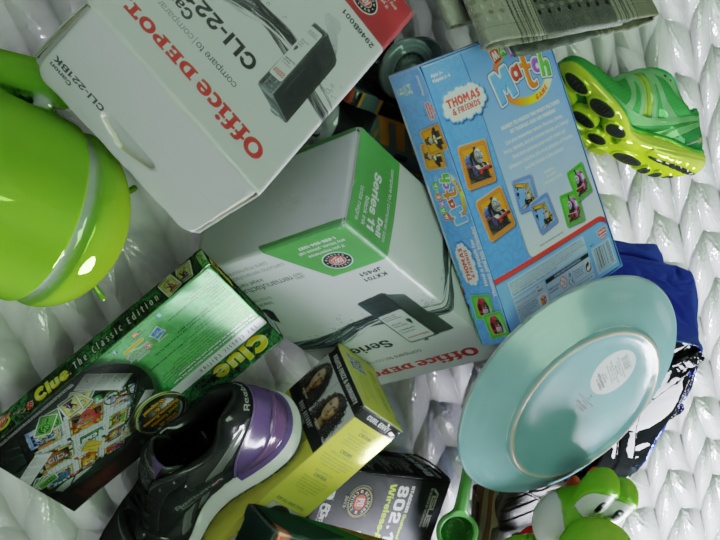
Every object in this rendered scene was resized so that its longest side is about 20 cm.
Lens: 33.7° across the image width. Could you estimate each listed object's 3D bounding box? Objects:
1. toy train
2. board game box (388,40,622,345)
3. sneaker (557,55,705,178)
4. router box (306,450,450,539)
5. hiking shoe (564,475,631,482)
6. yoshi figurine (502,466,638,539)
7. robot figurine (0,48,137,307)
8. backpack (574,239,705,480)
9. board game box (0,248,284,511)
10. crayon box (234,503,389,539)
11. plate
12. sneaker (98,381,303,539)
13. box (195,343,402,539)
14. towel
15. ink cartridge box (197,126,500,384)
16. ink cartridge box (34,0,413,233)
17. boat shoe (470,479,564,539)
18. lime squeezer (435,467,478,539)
[{"bbox_3d":[0.045,-0.118,0.919,0.198,0.085,0.115,13,108,-39],"label":"toy train"},{"bbox_3d":[0.111,-0.069,0.869,0.151,0.036,0.202,-28,103,-41],"label":"board game box"},{"bbox_3d":[0.237,-0.147,1.069,0.199,0.074,0.085,22,68,-37],"label":"sneaker"},{"bbox_3d":[-0.022,0.251,1.012,0.149,0.062,0.202,13,98,-41],"label":"router box"},{"bbox_3d":[0.187,0.192,1.153,0.199,0.074,0.088,-29,115,-38],"label":"hiking shoe"},{"bbox_3d":[0.140,0.238,0.904,0.112,0.112,0.201,-1,136,-49],"label":"yoshi figurine"},{"bbox_3d":[-0.224,-0.048,0.712,0.199,0.115,0.178,24,80,-41],"label":"robot figurine"},{"bbox_3d":[0.202,0.079,1.041,0.169,0.160,0.202,-73,173,-49],"label":"backpack"},{"bbox_3d":[-0.157,0.080,0.826,0.199,0.024,0.105,-39,135,1],"label":"board game box"},{"bbox_3d":[-0.016,0.260,0.886,0.199,0.051,0.128,21,93,-34],"label":"crayon box"},{"bbox_3d":[0.160,0.094,0.878,0.198,0.026,0.202,-18,131,-21],"label":"plate"},{"bbox_3d":[-0.139,0.149,0.848,0.200,0.076,0.087,-46,144,11],"label":"sneaker"},{"bbox_3d":[-0.063,0.150,0.892,0.200,0.076,0.050,-43,130,14],"label":"box"},{"bbox_3d":[0.115,-0.254,0.885,0.191,0.035,0.202,-15,76,-35],"label":"towel"},{"bbox_3d":[0.000,0.000,0.873,0.200,0.145,0.084,37,48,-39],"label":"ink cartridge box"},{"bbox_3d":[-0.078,-0.145,0.738,0.144,0.083,0.201,48,53,-15],"label":"ink cartridge box"},{"bbox_3d":[0.131,0.211,1.034,0.075,0.074,0.201,-7,136,-15],"label":"boat shoe"},{"bbox_3d":[0.085,0.224,1.032,0.201,0.037,0.071,98,16,-45],"label":"lime squeezer"}]
